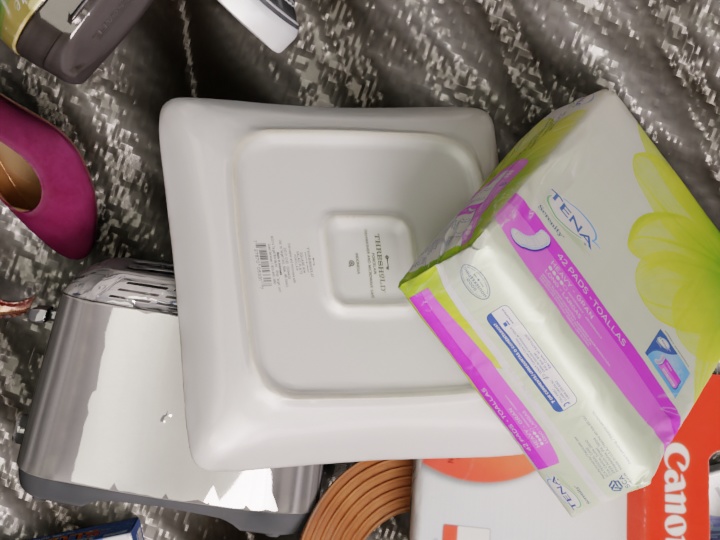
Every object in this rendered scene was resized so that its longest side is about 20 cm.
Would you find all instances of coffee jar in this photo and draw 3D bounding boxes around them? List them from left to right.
[{"bbox_3d":[-0.201,-0.196,0.879,0.200,0.085,0.104,40,89,-3],"label":"coffee jar"}]

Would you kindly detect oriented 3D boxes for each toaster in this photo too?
[{"bbox_3d":[-0.088,0.067,0.896,0.198,0.114,0.130,9,95,-1],"label":"toaster"}]

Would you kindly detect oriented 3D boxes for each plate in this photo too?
[{"bbox_3d":[0.000,0.000,0.854,0.199,0.032,0.201,0,73,-22],"label":"plate"}]

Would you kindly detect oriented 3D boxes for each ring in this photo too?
[{"bbox_3d":[0.038,0.198,0.894,0.019,0.200,0.201,-26,98,46],"label":"ring"}]

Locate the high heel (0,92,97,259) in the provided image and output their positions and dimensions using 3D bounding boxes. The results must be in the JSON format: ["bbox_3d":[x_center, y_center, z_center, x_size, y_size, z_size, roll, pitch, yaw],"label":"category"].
[{"bbox_3d":[-0.213,-0.063,0.863,0.067,0.096,0.201,2,133,39],"label":"high heel"}]

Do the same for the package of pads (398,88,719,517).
[{"bbox_3d":[0.118,0.007,0.847,0.068,0.200,0.155,-32,97,39],"label":"package of pads"}]

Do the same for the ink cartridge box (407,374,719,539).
[{"bbox_3d":[0.128,0.116,0.889,0.198,0.050,0.163,4,64,2],"label":"ink cartridge box"}]

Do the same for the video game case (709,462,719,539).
[{"bbox_3d":[0.200,0.220,0.956,0.142,0.018,0.201,-16,96,4],"label":"video game case"}]

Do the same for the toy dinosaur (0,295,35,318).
[{"bbox_3d":[-0.281,-0.078,0.898,0.104,0.200,0.183,-20,57,22],"label":"toy dinosaur"}]

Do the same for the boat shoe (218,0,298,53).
[{"bbox_3d":[-0.087,-0.213,0.886,0.068,0.072,0.200,-37,88,7],"label":"boat shoe"}]

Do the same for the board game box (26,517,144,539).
[{"bbox_3d":[-0.176,0.258,0.960,0.134,0.034,0.201,-12,97,2],"label":"board game box"}]
